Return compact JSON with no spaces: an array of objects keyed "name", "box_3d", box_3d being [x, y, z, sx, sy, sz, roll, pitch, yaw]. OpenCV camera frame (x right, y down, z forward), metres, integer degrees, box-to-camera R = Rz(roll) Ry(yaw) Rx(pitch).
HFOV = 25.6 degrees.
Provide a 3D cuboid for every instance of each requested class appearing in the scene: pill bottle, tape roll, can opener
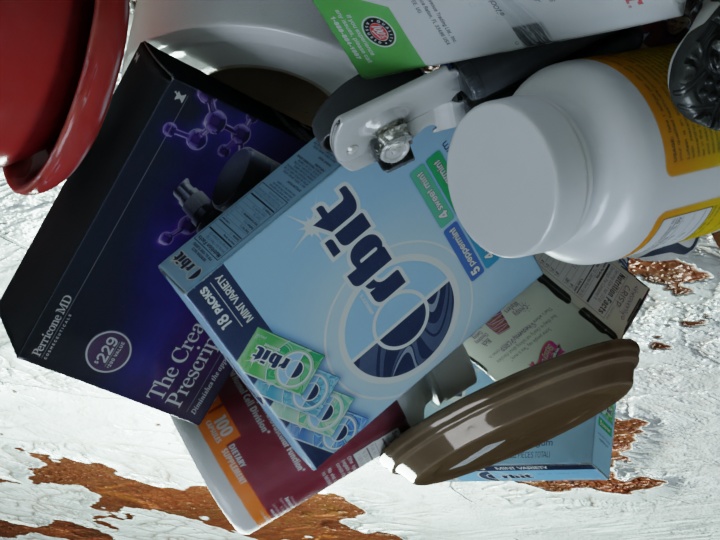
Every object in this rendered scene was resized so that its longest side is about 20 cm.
[{"name":"pill bottle","box_3d":[-0.026,0.088,1.114,0.199,0.115,0.114,-31,154,-5]},{"name":"pill bottle","box_3d":[0.146,-0.065,0.878,0.199,0.112,0.111,-14,174,-39]},{"name":"tape roll","box_3d":[-0.056,-0.137,1.057,0.201,0.071,0.203,7,156,3]},{"name":"can opener","box_3d":[0.066,-0.116,0.904,0.199,0.067,0.053,-23,149,-3]}]

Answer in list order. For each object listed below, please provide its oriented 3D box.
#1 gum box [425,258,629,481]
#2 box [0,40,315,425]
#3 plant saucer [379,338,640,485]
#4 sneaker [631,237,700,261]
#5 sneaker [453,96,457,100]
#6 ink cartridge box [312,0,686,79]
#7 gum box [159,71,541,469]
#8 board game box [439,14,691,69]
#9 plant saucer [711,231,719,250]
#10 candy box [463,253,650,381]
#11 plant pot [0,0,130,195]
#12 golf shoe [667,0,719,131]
[{"name":"gum box","box_3d":[0.129,0.072,1.305,0.169,0.202,0.045,-6,153,30]},{"name":"box","box_3d":[-0.120,-0.021,1.009,0.140,0.201,0.079,24,-167,-29]},{"name":"plant saucer","box_3d":[0.108,0.104,1.106,0.199,0.030,0.200,-22,165,-6]},{"name":"sneaker","box_3d":[0.148,-0.054,1.166,0.197,0.080,0.130,1,154,19]},{"name":"sneaker","box_3d":[0.131,-0.077,1.042,0.199,0.080,0.071,12,118,7]},{"name":"ink cartridge box","box_3d":[0.062,-0.193,0.827,0.199,0.084,0.146,-6,136,32]},{"name":"gum box","box_3d":[0.000,0.000,0.993,0.045,0.200,0.170,40,166,52]},{"name":"board game box","box_3d":[0.164,-0.142,0.970,0.198,0.035,0.136,15,142,-13]},{"name":"plant saucer","box_3d":[0.280,0.030,1.025,0.037,0.201,0.200,-31,144,13]},{"name":"candy box","box_3d":[0.091,-0.003,1.149,0.200,0.061,0.136,40,146,-3]},{"name":"plant pot","box_3d":[-0.243,-0.150,0.944,0.181,0.202,0.200,12,158,-27]},{"name":"golf shoe","box_3d":[0.203,-0.130,0.847,0.094,0.200,0.078,0,120,44]}]
